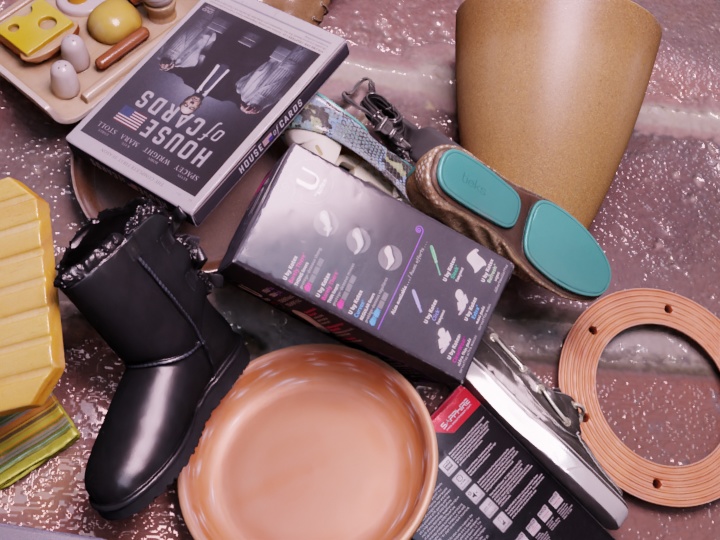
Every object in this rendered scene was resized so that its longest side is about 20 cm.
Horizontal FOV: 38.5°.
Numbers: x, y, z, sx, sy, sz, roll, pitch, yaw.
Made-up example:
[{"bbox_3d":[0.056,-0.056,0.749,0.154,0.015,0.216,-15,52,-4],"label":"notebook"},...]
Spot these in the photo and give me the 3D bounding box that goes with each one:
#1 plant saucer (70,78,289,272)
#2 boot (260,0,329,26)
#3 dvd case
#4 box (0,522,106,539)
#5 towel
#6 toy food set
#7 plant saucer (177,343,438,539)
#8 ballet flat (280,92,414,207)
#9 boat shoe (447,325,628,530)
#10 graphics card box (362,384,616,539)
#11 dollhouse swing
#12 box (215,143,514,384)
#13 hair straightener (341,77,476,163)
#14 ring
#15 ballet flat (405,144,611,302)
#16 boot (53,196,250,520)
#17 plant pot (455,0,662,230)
[{"bbox_3d":[-0.148,-0.085,0.895,0.199,0.032,0.201,5,66,-11],"label":"plant saucer"},{"bbox_3d":[-0.051,-0.260,0.983,0.199,0.074,0.076,-27,95,-18],"label":"boot"},{"bbox_3d":[-0.126,-0.143,0.852,0.150,0.025,0.200,29,68,26],"label":"dvd case"},{"bbox_3d":[-0.264,0.224,0.643,0.199,0.199,0.124,12,65,-9],"label":"box"},{"bbox_3d":[-0.307,0.072,0.797,0.086,0.018,0.200,-33,78,-24],"label":"towel"},{"bbox_3d":[-0.242,-0.230,0.899,0.143,0.061,0.200,37,63,18],"label":"toy food set"},{"bbox_3d":[-0.039,0.151,0.787,0.199,0.038,0.201,-5,56,7],"label":"plant saucer"},{"bbox_3d":[-0.008,-0.089,0.892,0.199,0.074,0.075,32,63,-13],"label":"ballet flat"},{"bbox_3d":[0.154,0.126,0.856,0.064,0.071,0.200,-41,80,-17],"label":"boat shoe"},{"bbox_3d":[0.107,0.207,0.823,0.200,0.051,0.125,44,66,8],"label":"graphics card box"},{"bbox_3d":[-0.334,0.023,0.705,0.181,0.175,0.201,14,63,-56],"label":"dollhouse swing"},{"bbox_3d":[0.000,0.000,0.821,0.199,0.122,0.107,28,78,-11],"label":"box"},{"bbox_3d":[0.041,-0.127,0.902,0.041,0.077,0.200,-50,46,11],"label":"hair straightener"},{"bbox_3d":[0.268,0.111,0.922,0.199,0.019,0.202,5,67,-11],"label":"ring"},{"bbox_3d":[0.117,-0.036,0.831,0.200,0.065,0.071,35,67,-23],"label":"ballet flat"},{"bbox_3d":[-0.168,0.056,0.752,0.199,0.073,0.163,-57,131,-41],"label":"boot"},{"bbox_3d":[0.163,-0.124,0.923,0.185,0.186,0.201,10,83,-9],"label":"plant pot"}]
